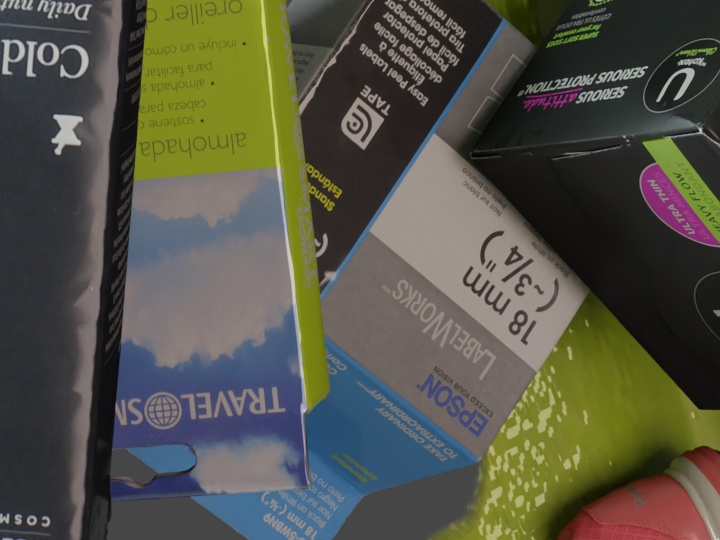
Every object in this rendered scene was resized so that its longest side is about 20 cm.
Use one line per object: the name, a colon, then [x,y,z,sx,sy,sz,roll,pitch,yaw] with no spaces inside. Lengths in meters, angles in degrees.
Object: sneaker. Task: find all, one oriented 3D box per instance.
sneaker: [0.126,0.172,1.151,0.087,0.074,0.201,-16,102,-12]

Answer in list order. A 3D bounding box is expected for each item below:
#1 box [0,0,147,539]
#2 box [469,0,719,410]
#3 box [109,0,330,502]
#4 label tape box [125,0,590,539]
box: [-0.169,-0.016,0.875,0.199,0.124,0.197,4,98,-2]
box: [0.166,-0.069,1.032,0.149,0.124,0.200,47,64,-25]
box: [-0.079,-0.026,0.960,0.122,0.048,0.201,-5,95,11]
label tape box: [0.000,0.000,1.045,0.144,0.063,0.200,39,78,-27]
